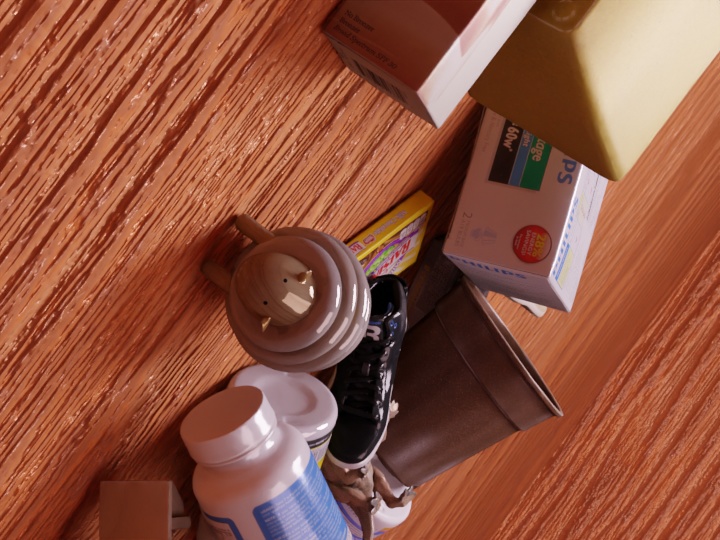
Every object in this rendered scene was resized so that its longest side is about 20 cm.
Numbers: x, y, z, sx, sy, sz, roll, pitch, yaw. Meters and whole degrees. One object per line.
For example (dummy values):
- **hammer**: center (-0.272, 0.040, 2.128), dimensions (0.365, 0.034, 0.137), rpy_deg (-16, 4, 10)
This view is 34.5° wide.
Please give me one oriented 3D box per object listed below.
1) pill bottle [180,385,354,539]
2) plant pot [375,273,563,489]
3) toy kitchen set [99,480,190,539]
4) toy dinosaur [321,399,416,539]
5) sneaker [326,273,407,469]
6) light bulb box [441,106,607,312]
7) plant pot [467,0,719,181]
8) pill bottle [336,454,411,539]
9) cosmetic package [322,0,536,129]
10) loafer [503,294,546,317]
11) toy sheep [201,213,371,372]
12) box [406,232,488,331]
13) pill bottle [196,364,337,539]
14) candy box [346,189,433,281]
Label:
- **pill bottle**: center (-0.085, 0.209, 1.057), dimensions (0.112, 0.112, 0.200), rpy_deg (-39, 118, -33)
- **plant pot**: center (0.100, 0.142, 1.360), dimensions (0.198, 0.200, 0.200), rpy_deg (-36, 161, 8)
- **toy kitchen set**: center (-0.179, 0.278, 1.101), dimensions (0.180, 0.200, 0.164), rpy_deg (18, 69, -69)
- **toy dinosaur**: center (-0.023, 0.211, 1.271), dimensions (0.086, 0.135, 0.200), rpy_deg (-33, 115, -46)
- **sneaker**: center (0.001, 0.093, 1.188), dimensions (0.112, 0.073, 0.200), rpy_deg (89, 14, -60)
- **light bulb box**: center (0.194, -0.076, 1.302), dimensions (0.200, 0.125, 0.199), rpy_deg (37, 69, -69)
- **plant pot**: center (0.200, -0.237, 1.061), dimensions (0.194, 0.195, 0.200), rpy_deg (-53, 153, -2)
- **pill bottle**: center (-0.045, 0.293, 1.405), dimensions (0.200, 0.112, 0.112), rpy_deg (-35, 170, 29)
- **cosmetic package**: center (0.075, -0.229, 0.919), dimensions (0.200, 0.103, 0.087), rpy_deg (-54, 160, -2)
- **loafer**: center (0.215, 0.009, 1.490), dimensions (0.068, 0.076, 0.200), rpy_deg (-50, 160, 8)
- **toy sheep**: center (-0.054, 0.025, 0.998), dimensions (0.138, 0.138, 0.200), rpy_deg (-55, 159, 3)
- **box**: center (0.113, 0.032, 1.484), dimensions (0.158, 0.048, 0.200), rpy_deg (-24, 144, -51)
- **pill bottle**: center (-0.102, 0.206, 1.184), dimensions (0.114, 0.114, 0.200), rpy_deg (-24, 138, -53)
- **candy box**: center (0.000, 0.000, 1.225), dimensions (0.200, 0.026, 0.102), rpy_deg (-38, 158, -36)
